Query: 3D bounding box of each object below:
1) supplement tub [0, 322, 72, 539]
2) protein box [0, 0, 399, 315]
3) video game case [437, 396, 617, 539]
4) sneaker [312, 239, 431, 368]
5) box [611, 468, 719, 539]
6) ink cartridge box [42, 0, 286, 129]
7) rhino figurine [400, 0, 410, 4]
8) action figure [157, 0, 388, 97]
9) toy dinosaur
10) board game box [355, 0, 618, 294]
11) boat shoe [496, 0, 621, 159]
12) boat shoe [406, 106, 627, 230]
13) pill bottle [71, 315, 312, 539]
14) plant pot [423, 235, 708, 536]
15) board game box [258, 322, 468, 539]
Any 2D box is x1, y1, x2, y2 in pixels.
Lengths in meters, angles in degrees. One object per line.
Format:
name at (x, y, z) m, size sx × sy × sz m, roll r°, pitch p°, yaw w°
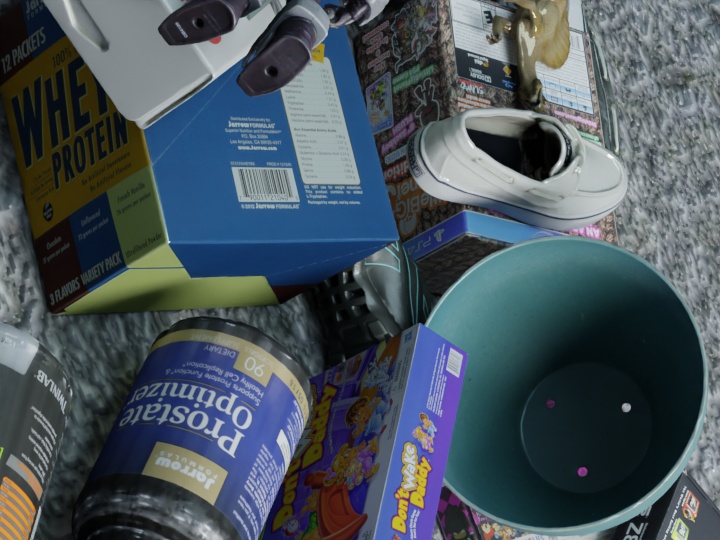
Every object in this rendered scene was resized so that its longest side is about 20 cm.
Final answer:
supplement tub at (-0.241, 0.133, 1.342) m, size 0.122 × 0.122 × 0.201 m, roll 33°, pitch 51°, yaw -26°
protein box at (-0.109, -0.090, 1.564) m, size 0.198 × 0.135 × 0.201 m, roll -2°, pitch 71°, yaw -43°
video game case at (0.135, 0.166, 1.736) m, size 0.199 × 0.036 × 0.182 m, roll -11°, pitch 78°, yaw -45°
sneaker at (0.000, 0.000, 1.679) m, size 0.079 × 0.075 × 0.201 m, roll -11°, pitch 86°, yaw -56°
box at (0.223, 0.269, 1.723) m, size 0.161 × 0.049 × 0.201 m, roll 50°, pitch 52°, yaw -31°
ink cartridge box at (-0.098, -0.200, 1.469) m, size 0.146 × 0.084 × 0.200 m, roll 54°, pitch 45°, yaw -8°
rhino figurine at (0.015, -0.258, 1.816) m, size 0.199 × 0.060 × 0.088 m, roll 31°, pitch 60°, yaw -24°
action figure at (-0.037, -0.187, 1.415) m, size 0.130 × 0.069 × 0.200 m, roll 44°, pitch 44°, yaw -12°
toy dinosaur at (0.134, -0.201, 1.775) m, size 0.101 × 0.058 × 0.201 m, roll 52°, pitch 49°, yaw -32°
board game box at (0.094, -0.087, 1.778) m, size 0.159 × 0.097 × 0.201 m, roll 13°, pitch 62°, yaw -38°
boat shoe at (0.158, -0.162, 1.906) m, size 0.071 × 0.072 × 0.202 m, roll 10°, pitch 68°, yaw -56°
boat shoe at (0.124, -0.079, 1.683) m, size 0.199 × 0.066 × 0.072 m, roll 12°, pitch 62°, yaw -38°
pill bottle at (-0.109, 0.135, 1.471) m, size 0.112 × 0.112 × 0.201 m, roll 41°, pitch 47°, yaw -21°
plant pot at (0.144, 0.092, 1.644) m, size 0.135 × 0.199 × 0.202 m, roll 50°, pitch 30°, yaw -68°
board game box at (-0.006, 0.147, 1.544) m, size 0.045 × 0.134 × 0.201 m, roll 33°, pitch 51°, yaw -26°
